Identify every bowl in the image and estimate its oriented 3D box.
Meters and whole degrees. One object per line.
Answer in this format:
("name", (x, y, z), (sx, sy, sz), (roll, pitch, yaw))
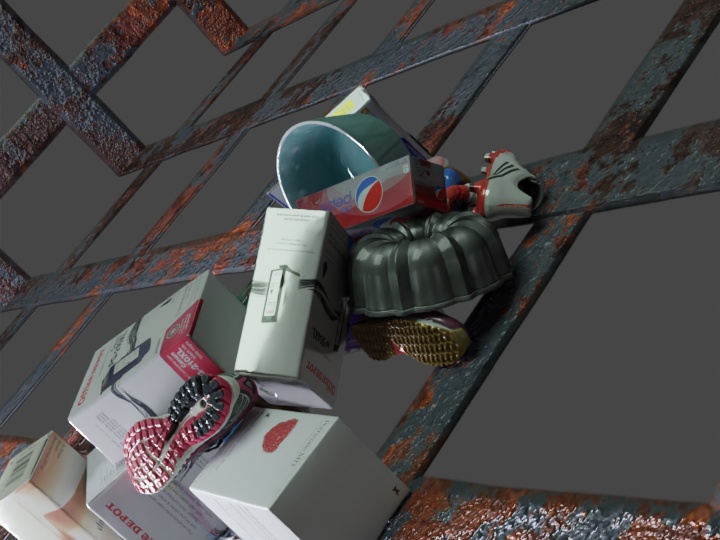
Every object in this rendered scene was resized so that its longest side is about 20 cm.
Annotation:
("bowl", (-0.005, -0.129, 1.771), (0.200, 0.202, 0.105), (-19, 15, 48))

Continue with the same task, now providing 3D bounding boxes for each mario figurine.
("mario figurine", (0.104, -0.058, 1.718), (0.200, 0.105, 0.124), (-63, -10, -64))

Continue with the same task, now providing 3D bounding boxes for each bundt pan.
("bundt pan", (0.074, -0.015, 1.525), (0.200, 0.076, 0.202), (-12, 14, 3))

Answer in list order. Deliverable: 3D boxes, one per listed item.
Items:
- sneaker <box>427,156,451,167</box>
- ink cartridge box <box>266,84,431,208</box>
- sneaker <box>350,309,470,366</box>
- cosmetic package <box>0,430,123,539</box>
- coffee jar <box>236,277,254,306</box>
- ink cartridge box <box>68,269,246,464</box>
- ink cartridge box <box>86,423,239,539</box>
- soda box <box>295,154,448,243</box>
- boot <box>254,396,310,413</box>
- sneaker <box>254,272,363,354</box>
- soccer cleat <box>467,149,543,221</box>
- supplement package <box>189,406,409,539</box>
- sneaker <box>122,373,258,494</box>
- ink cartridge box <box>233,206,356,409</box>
("sneaker", (0.032, -0.113, 1.883), (0.200, 0.105, 0.075), (-43, 17, 2))
("ink cartridge box", (-0.017, -0.148, 1.924), (0.200, 0.197, 0.047), (-38, 53, 11))
("sneaker", (0.070, 0.055, 1.527), (0.090, 0.075, 0.199), (-45, 25, -26))
("cosmetic package", (-0.355, 0.312, 1.651), (0.087, 0.200, 0.104), (-33, 24, 22))
("coffee jar", (-0.107, 0.063, 1.829), (0.104, 0.085, 0.200), (-46, 21, -3))
("ink cartridge box", (-0.234, 0.113, 1.550), (0.199, 0.084, 0.145), (-35, 22, 22))
("ink cartridge box", (-0.214, 0.235, 1.608), (0.200, 0.147, 0.146), (-42, 21, 3))
("soda box", (0.011, -0.079, 1.641), (0.199, 0.070, 0.064), (-19, 70, 40))
("boot", (-0.099, 0.141, 1.643), (0.076, 0.073, 0.200), (-65, 25, 11))
("sneaker", (-0.059, 0.038, 1.673), (0.199, 0.089, 0.081), (20, 57, 24))
("soccer cleat", (0.187, -0.103, 1.637), (0.084, 0.069, 0.200), (7, 18, 13))
("supplement package", (-0.067, 0.228, 1.380), (0.121, 0.120, 0.200), (-51, 21, -22))
("sneaker", (-0.190, 0.183, 1.461), (0.200, 0.081, 0.074), (-38, -21, 32))
("ink cartridge box", (-0.069, 0.047, 1.532), (0.084, 0.146, 0.202), (4, 72, 18))
